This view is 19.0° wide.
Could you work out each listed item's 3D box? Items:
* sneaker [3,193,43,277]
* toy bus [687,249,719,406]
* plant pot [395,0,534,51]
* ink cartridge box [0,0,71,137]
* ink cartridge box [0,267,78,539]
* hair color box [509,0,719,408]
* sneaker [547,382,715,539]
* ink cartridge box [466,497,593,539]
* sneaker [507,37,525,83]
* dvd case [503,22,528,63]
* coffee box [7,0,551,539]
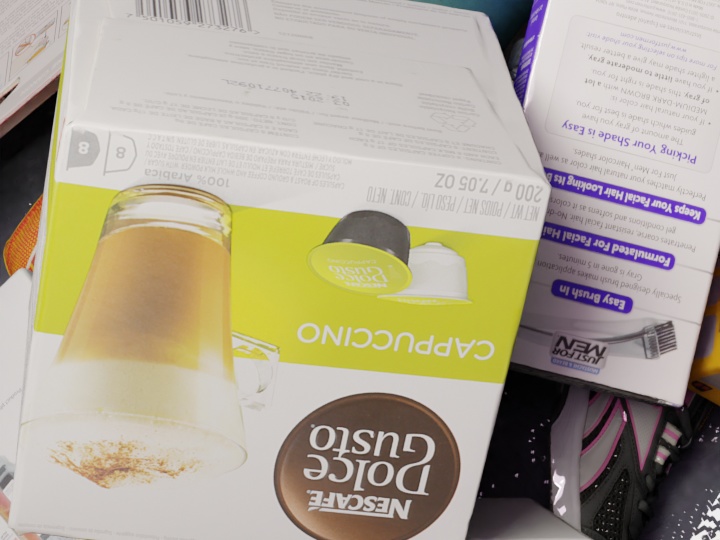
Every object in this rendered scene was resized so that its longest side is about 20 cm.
[{"bbox_3d":[-0.127,-0.065,1.210,0.200,0.073,0.077,-44,31,-10],"label":"sneaker"},{"bbox_3d":[0.205,0.003,1.052,0.078,0.065,0.200,-18,53,45],"label":"toy bus"},{"bbox_3d":[-0.024,-0.130,1.113,0.200,0.200,0.188,33,94,23],"label":"plant pot"},{"bbox_3d":[-0.194,-0.105,1.189,0.200,0.045,0.176,-37,32,19],"label":"ink cartridge box"},{"bbox_3d":[-0.139,0.129,1.121,0.145,0.145,0.200,-43,68,3],"label":"ink cartridge box"},{"bbox_3d":[0.120,-0.044,1.031,0.109,0.065,0.200,15,85,-5],"label":"hair color box"},{"bbox_3d":[0.138,0.076,1.083,0.086,0.080,0.200,-1,81,8],"label":"sneaker"},{"bbox_3d":[0.023,0.214,1.014,0.144,0.084,0.200,2,97,-17],"label":"ink cartridge box"},{"bbox_3d":[0.090,-0.075,1.115,0.200,0.074,0.081,-34,88,1],"label":"sneaker"},{"bbox_3d":[0.108,-0.154,1.184,0.200,0.018,0.143,11,79,20],"label":"dvd case"},{"bbox_3d":[-0.044,-0.005,0.963,0.199,0.200,0.198,7,116,-10],"label":"coffee box"}]
